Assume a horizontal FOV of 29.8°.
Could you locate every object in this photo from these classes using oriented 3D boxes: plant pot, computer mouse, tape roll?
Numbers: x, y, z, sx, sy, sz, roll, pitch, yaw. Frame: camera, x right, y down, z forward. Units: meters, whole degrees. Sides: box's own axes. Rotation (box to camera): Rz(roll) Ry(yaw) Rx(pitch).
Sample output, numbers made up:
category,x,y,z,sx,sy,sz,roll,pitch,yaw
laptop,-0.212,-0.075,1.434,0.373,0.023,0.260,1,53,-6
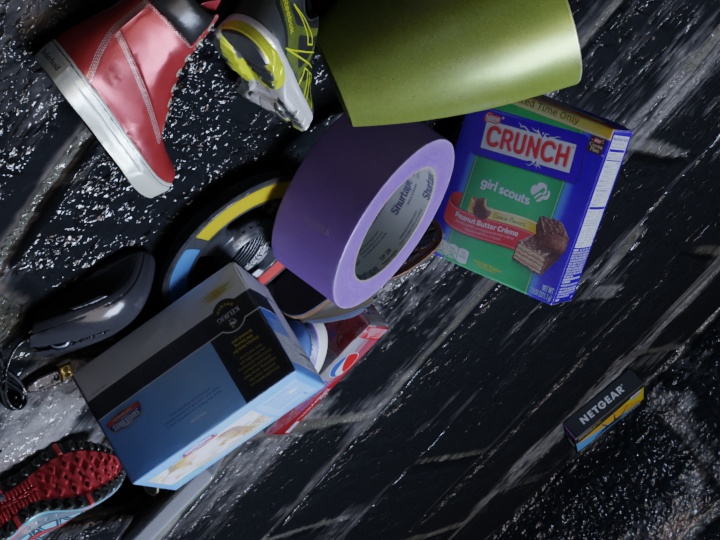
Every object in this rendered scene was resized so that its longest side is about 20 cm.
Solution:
category,x,y,z,sx,sy,sz,roll,pitch,yaw
plant pot,0.063,-0.210,1.177,0.198,0.189,0.187,-24,157,0
computer mouse,-0.270,0.069,1.294,0.199,0.046,0.141,-32,156,-20
tape roll,0.004,-0.068,1.369,0.200,0.084,0.201,-48,161,-23

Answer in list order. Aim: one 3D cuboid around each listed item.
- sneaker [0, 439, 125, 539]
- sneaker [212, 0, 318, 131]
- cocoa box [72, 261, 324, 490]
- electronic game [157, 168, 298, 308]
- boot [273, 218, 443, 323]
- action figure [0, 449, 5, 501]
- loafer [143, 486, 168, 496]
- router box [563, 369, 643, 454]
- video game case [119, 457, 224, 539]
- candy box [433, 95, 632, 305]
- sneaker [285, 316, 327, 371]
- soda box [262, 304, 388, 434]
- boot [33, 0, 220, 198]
category,x,y,z,sx,sy,sz,roll,pitch,yaw
sneaker,-0.354,0.252,1.487,0.198,0.080,0.096,-21,162,-21
sneaker,-0.061,-0.181,1.128,0.085,0.074,0.200,-59,170,-8
cocoa box,-0.159,0.111,1.361,0.199,0.132,0.133,-35,164,4
electronic game,-0.119,-0.026,1.366,0.199,0.042,0.201,-34,157,-17
boot,0.000,0.000,1.506,0.197,0.076,0.097,-23,165,-1
action figure,-0.427,0.252,1.324,0.119,0.101,0.202,34,78,-59
loafer,-0.247,0.206,1.558,0.067,0.076,0.201,-19,154,-20
router box,0.553,0.323,3.074,0.199,0.051,0.149,-39,156,-4
video game case,-0.234,0.282,1.676,0.200,0.022,0.182,-46,-175,14
candy box,0.180,-0.088,1.476,0.077,0.167,0.203,-8,118,-64
sneaker,-0.137,0.134,1.582,0.200,0.081,0.146,-47,162,30
soda box,-0.059,0.112,1.680,0.200,0.070,0.063,-46,156,15
boot,-0.151,-0.147,1.057,0.144,0.073,0.200,-39,154,-7
